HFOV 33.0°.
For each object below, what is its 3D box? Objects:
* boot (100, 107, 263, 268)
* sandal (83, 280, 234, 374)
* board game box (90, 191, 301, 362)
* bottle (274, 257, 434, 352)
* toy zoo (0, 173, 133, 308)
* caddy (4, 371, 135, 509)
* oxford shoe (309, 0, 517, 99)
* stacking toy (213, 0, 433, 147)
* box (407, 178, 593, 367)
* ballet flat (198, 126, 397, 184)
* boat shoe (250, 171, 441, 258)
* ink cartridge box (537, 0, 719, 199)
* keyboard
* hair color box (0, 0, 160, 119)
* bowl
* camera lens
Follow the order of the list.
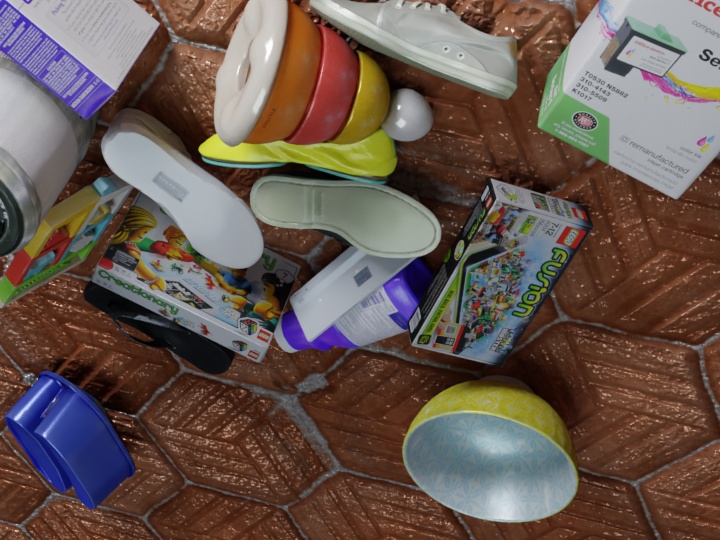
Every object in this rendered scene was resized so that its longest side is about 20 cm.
[{"bbox_3d":[-0.176,-0.091,1.247,0.073,0.096,0.200,-40,112,15],"label":"boot"},{"bbox_3d":[-0.242,0.068,1.462,0.199,0.043,0.076,31,136,-11],"label":"sandal"},{"bbox_3d":[-0.174,0.003,1.312,0.199,0.127,0.035,27,137,-8],"label":"board game box"},{"bbox_3d":[-0.009,0.043,1.335,0.199,0.065,0.084,-21,121,36],"label":"bottle"},{"bbox_3d":[-0.316,-0.042,1.318,0.020,0.131,0.200,49,135,4],"label":"toy zoo"},{"bbox_3d":[-0.379,0.222,1.626,0.141,0.105,0.201,18,143,36],"label":"caddy"},{"bbox_3d":[0.051,-0.211,1.070,0.199,0.075,0.058,22,96,9],"label":"oxford shoe"},{"bbox_3d":[-0.025,-0.160,1.117,0.199,0.147,0.146,17,140,-22],"label":"stacking toy"},{"bbox_3d":[0.136,0.007,1.220,0.109,0.035,0.201,14,127,-18],"label":"box"},{"bbox_3d":[-0.060,-0.131,1.191,0.198,0.067,0.067,8,115,9],"label":"ballet flat"},{"bbox_3d":[-0.009,-0.062,1.232,0.198,0.066,0.075,7,107,15],"label":"boat shoe"},{"bbox_3d":[0.259,-0.177,1.002,0.144,0.084,0.200,26,136,-7],"label":"ink cartridge box"},{"bbox_3d":[0.000,0.000,1.275,0.200,0.011,0.057,-39,70,30],"label":"keyboard"},{"bbox_3d":[-0.295,-0.247,1.116,0.200,0.110,0.065,41,134,-21],"label":"hair color box"},{"bbox_3d":[0.155,0.186,1.388,0.199,0.108,0.201,10,136,10],"label":"bowl"},{"bbox_3d":[-0.362,-0.124,1.198,0.159,0.201,0.161,10,136,10],"label":"camera lens"}]
